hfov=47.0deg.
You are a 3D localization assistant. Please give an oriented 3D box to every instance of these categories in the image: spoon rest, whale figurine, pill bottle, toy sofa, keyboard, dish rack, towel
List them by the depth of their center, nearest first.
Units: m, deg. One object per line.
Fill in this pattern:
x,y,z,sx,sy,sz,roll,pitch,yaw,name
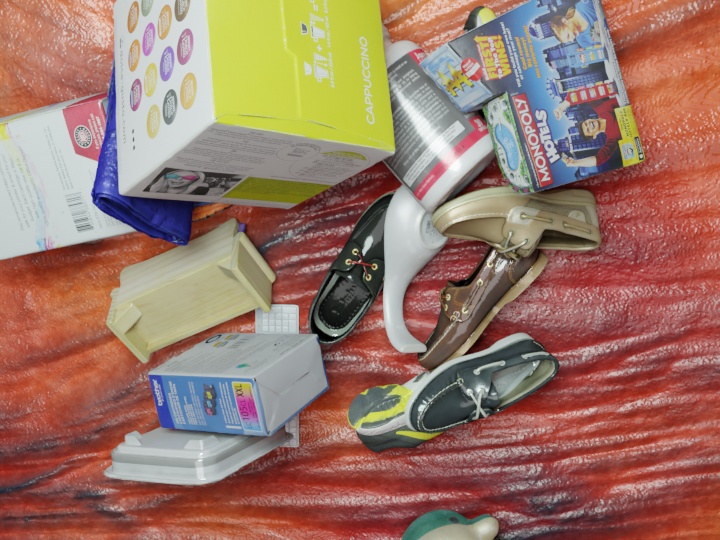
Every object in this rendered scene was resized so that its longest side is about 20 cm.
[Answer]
-0.224,-0.142,0.884,0.049,0.148,0.204,-2,71,21,towel
0.049,-0.171,0.885,0.111,0.111,0.201,-43,84,19,pill bottle
0.061,-0.010,0.959,0.098,0.060,0.204,4,99,-37,spoon rest
-0.193,0.204,1.004,0.169,0.199,0.044,-4,94,27,dish rack
-0.208,0.025,1.024,0.197,0.099,0.083,-23,129,15,toy sofa
-0.107,0.139,1.076,0.055,0.011,0.204,4,109,7,keyboard
0.140,0.377,1.089,0.196,0.104,0.162,9,112,-21,whale figurine

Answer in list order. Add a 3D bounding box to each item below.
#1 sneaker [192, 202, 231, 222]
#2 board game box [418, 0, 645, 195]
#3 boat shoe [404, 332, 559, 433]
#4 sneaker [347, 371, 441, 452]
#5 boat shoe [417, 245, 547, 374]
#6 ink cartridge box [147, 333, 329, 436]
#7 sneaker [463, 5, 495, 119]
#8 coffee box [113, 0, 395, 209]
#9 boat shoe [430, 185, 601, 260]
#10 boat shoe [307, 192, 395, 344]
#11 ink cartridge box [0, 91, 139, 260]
-0.135,-0.123,0.960,0.197,0.075,0.080,-22,101,13,sneaker
0.166,-0.179,0.820,0.197,0.062,0.204,-15,89,-24,board game box
0.142,0.134,0.955,0.198,0.060,0.077,-29,124,-21,boat shoe
0.083,0.175,1.039,0.196,0.075,0.085,-10,139,1,sneaker
0.129,0.033,0.976,0.070,0.071,0.201,37,101,-12,boat shoe
-0.157,0.131,0.993,0.197,0.136,0.078,-1,106,32,ink cartridge box
0.173,-0.193,0.897,0.089,0.078,0.203,-24,105,0,sneaker
-0.106,-0.187,0.793,0.196,0.197,0.204,-20,72,50,coffee box
0.174,-0.048,0.898,0.196,0.071,0.066,-4,70,-15,boat shoe
0.002,0.001,0.988,0.073,0.063,0.203,32,109,-1,boat shoe
-0.337,-0.115,0.951,0.196,0.145,0.148,-10,109,10,ink cartridge box
